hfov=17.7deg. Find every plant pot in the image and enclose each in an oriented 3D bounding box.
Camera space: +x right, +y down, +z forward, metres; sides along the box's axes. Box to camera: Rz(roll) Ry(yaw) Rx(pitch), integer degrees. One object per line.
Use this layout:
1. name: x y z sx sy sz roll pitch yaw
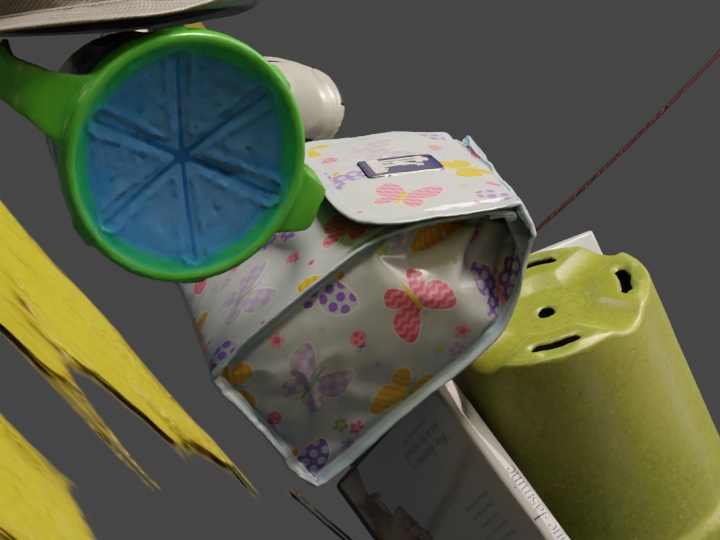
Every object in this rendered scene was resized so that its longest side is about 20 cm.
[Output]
1. plant pot: 0.133 0.095 1.408 0.201 0.199 0.185 -122 -168 -62

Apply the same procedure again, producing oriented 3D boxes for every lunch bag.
1. lunch bag: 0.000 0.000 1.363 0.127 0.200 0.170 51 4 -23

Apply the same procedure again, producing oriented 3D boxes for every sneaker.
1. sneaker: -0.120 -0.129 1.654 0.198 0.080 0.129 18 4 23

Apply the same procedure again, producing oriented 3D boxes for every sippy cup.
1. sippy cup: -0.114 -0.075 1.275 0.178 0.139 0.130 61 -12 -24

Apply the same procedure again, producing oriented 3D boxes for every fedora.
1. fedora: -0.143 -0.179 1.276 0.200 0.176 0.091 -20 105 -73

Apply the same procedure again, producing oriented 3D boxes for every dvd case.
1. dvd case: 0.074 0.174 1.371 0.200 0.018 0.143 53 -39 12

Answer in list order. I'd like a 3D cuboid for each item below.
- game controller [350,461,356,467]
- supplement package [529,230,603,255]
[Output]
1. game controller: 0.000 0.102 1.553 0.200 0.042 0.104 51 -13 -27
2. supplement package: 0.119 0.107 1.627 0.201 0.150 0.152 65 -20 9
